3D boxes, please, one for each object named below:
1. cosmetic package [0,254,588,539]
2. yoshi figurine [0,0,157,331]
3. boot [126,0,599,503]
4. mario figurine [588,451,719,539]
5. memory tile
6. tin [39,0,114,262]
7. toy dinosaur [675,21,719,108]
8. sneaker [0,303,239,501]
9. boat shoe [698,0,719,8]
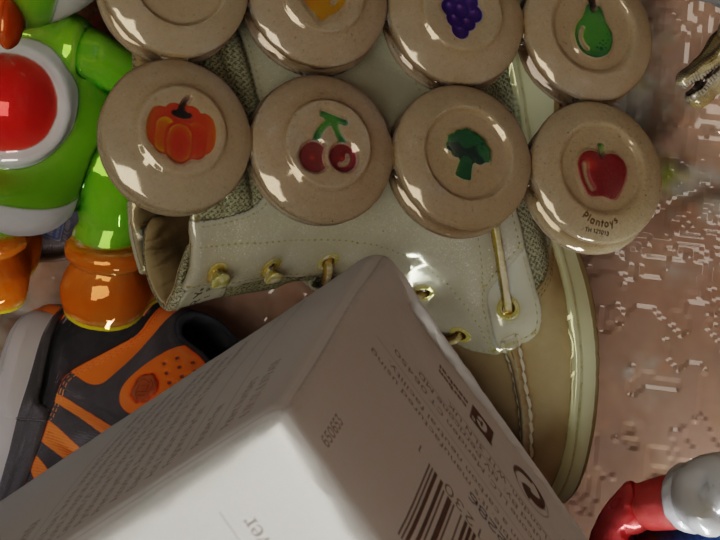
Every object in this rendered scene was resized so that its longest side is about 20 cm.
[{"bbox_3d":[-0.038,0.131,0.728,0.199,0.166,0.168,-33,98,17],"label":"cosmetic package"},{"bbox_3d":[-0.108,-0.088,0.839,0.112,0.112,0.201,39,138,47],"label":"yoshi figurine"},{"bbox_3d":[0.000,0.000,0.830,0.154,0.072,0.201,-14,101,-28],"label":"boot"},{"bbox_3d":[0.109,0.130,0.838,0.199,0.106,0.124,-20,91,-2],"label":"mario figurine"},{"bbox_3d":[0.009,-0.087,0.791,0.199,0.017,0.154,4,76,-21],"label":"memory tile"},{"bbox_3d":[-0.112,-0.102,0.890,0.111,0.042,0.201,17,110,5],"label":"tin"},{"bbox_3d":[0.166,-0.145,0.804,0.101,0.058,0.200,39,120,-16],"label":"toy dinosaur"},{"bbox_3d":[-0.087,0.105,0.881,0.111,0.078,0.201,-2,75,26],"label":"sneaker"},{"bbox_3d":[0.077,-0.154,0.772,0.200,0.057,0.067,48,123,26],"label":"boat shoe"}]
